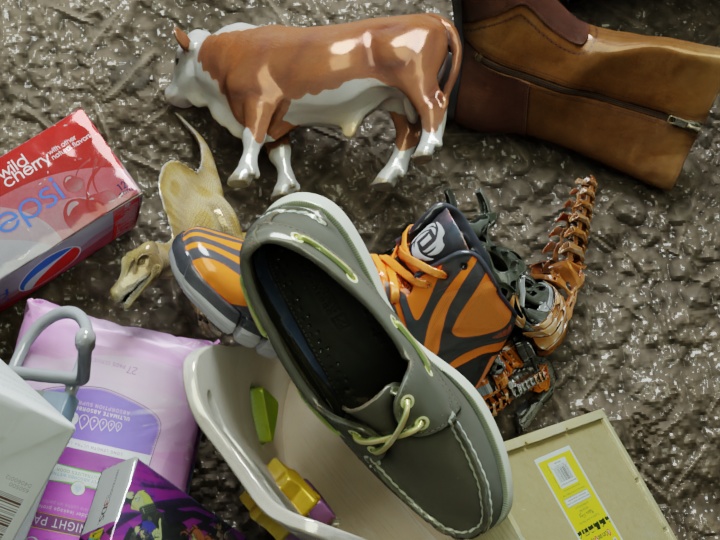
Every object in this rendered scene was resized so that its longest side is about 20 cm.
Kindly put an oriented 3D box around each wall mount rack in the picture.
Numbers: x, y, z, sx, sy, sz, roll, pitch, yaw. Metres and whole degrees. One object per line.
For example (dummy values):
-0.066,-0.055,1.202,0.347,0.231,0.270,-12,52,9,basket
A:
-0.188,0.098,0.781,0.074,0.173,0.201,35,65,-41,wall mount rack

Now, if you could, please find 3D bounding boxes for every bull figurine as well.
-0.034,-0.109,0.962,0.198,0.065,0.122,-8,72,11,bull figurine

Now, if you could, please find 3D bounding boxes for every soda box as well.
-0.232,-0.012,0.922,0.199,0.063,0.070,-34,80,-20,soda box

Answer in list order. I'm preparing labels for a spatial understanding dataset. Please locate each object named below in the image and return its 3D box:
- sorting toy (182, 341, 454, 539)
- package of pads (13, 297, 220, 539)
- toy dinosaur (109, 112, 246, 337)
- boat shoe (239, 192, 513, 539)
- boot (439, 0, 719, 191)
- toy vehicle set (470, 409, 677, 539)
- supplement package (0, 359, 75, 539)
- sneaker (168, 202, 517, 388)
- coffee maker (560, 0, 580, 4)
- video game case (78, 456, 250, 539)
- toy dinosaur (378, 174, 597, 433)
-0.027,0.107,0.835,0.107,0.180,0.200,-43,66,6,sorting toy
-0.159,0.124,0.882,0.120,0.076,0.201,12,69,-2,package of pads
-0.092,-0.028,0.932,0.101,0.058,0.200,58,23,-25,toy dinosaur
0.006,0.057,0.764,0.072,0.060,0.202,-31,97,22,boat shoe
0.147,-0.157,0.987,0.199,0.189,0.069,16,24,-2,boot
0.125,0.151,0.876,0.026,0.200,0.125,-35,75,25,toy vehicle set
-0.240,0.066,0.716,0.109,0.200,0.114,32,88,-38,supplement package
0.000,0.000,0.837,0.199,0.112,0.078,25,27,-28,sneaker
0.216,-0.263,1.024,0.199,0.192,0.136,-14,113,-4,coffee maker
-0.079,0.226,0.801,0.200,0.036,0.182,42,40,-27,video game case
0.083,0.023,0.964,0.136,0.102,0.201,42,53,-20,toy dinosaur
